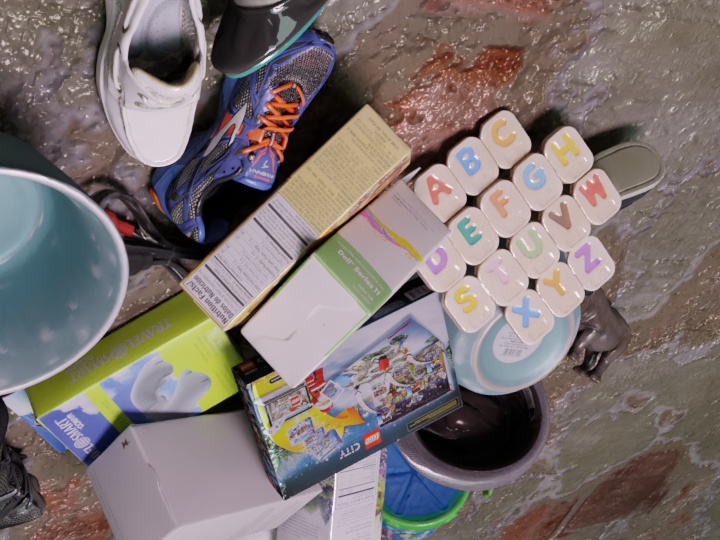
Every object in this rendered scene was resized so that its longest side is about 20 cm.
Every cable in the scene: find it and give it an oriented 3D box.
[{"bbox_3d":[-0.179,-0.024,0.912,0.200,0.050,0.097,0,119,-53],"label":"cable"}]

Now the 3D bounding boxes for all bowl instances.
[{"bbox_3d":[-0.269,-0.017,0.760,0.200,0.105,0.201,-15,135,-16],"label":"bowl"},{"bbox_3d":[0.140,0.046,1.117,0.200,0.105,0.201,-14,128,-18],"label":"bowl"}]

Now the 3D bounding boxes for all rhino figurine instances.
[{"bbox_3d":[0.259,0.062,1.290,0.088,0.060,0.200,-54,142,-4],"label":"rhino figurine"}]

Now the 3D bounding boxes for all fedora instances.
[{"bbox_3d":[0.109,0.158,1.243,0.199,0.177,0.090,4,165,-19],"label":"fedora"}]

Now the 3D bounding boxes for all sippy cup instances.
[{"bbox_3d":[0.058,0.259,1.323,0.140,0.177,0.130,-58,167,-28],"label":"sippy cup"}]

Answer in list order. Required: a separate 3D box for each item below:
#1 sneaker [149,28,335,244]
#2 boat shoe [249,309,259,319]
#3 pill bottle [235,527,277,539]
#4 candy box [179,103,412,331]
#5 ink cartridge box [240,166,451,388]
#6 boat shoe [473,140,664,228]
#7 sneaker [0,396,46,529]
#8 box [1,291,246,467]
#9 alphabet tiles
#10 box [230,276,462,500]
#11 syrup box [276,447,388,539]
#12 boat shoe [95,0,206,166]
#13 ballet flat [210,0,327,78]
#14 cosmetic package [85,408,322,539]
[{"bbox_3d":[-0.080,-0.098,0.849,0.075,0.079,0.200,13,124,-45],"label":"sneaker"},{"bbox_3d":[-0.041,0.063,1.068,0.200,0.069,0.084,19,120,-46],"label":"boat shoe"},{"bbox_3d":[-0.096,0.281,1.242,0.111,0.111,0.200,-30,143,-3],"label":"pill bottle"},{"bbox_3d":[-0.048,-0.041,0.893,0.200,0.055,0.115,-44,179,2],"label":"candy box"},{"bbox_3d":[0.000,0.000,0.932,0.117,0.067,0.200,-45,179,38],"label":"ink cartridge box"},{"bbox_3d":[0.198,-0.071,1.090,0.199,0.075,0.066,-22,161,-16],"label":"boat shoe"},{"bbox_3d":[-0.325,0.169,0.981,0.114,0.076,0.200,0,136,-38],"label":"sneaker"},{"bbox_3d":[-0.208,0.107,1.017,0.200,0.048,0.122,-30,143,-4],"label":"box"},{"bbox_3d":[0.145,-0.038,1.021,0.200,0.015,0.196,-39,105,-9],"label":"alphabet tiles"},{"bbox_3d":[-0.007,0.108,1.029,0.200,0.038,0.137,-25,122,-18],"label":"box"},{"bbox_3d":[-0.027,0.205,1.142,0.081,0.079,0.201,-5,102,-47],"label":"syrup box"},{"bbox_3d":[-0.140,-0.140,0.764,0.071,0.069,0.200,-17,141,-20],"label":"boat shoe"},{"bbox_3d":[-0.034,-0.218,0.765,0.200,0.068,0.068,-40,134,-7],"label":"ballet flat"},{"bbox_3d":[-0.144,0.198,1.055,0.085,0.108,0.200,-42,155,30],"label":"cosmetic package"}]
